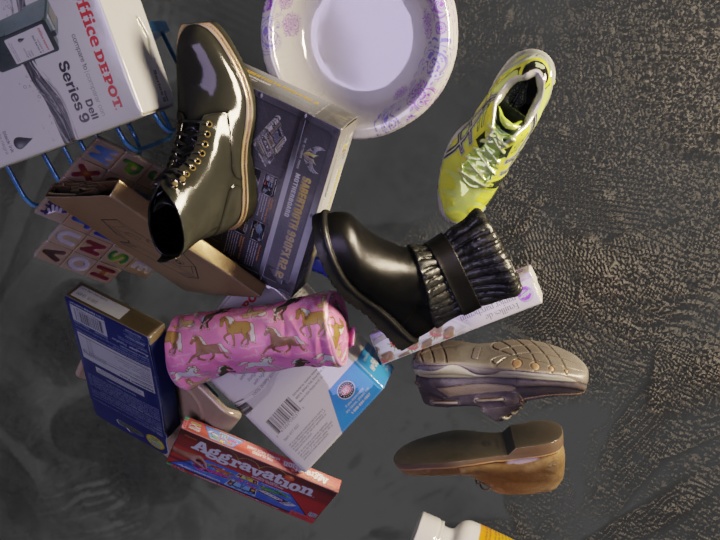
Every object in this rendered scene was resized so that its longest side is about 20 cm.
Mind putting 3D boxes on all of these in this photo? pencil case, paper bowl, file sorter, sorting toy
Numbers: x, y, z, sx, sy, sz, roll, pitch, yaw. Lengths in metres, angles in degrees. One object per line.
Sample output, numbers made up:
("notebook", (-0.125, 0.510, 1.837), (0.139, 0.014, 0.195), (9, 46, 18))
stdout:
("pencil case", (-0.106, 0.074, 0.937), (0.196, 0.087, 0.084), (-10, 102, 15))
("paper bowl", (0.003, -0.243, 0.917), (0.196, 0.104, 0.205), (3, 106, 12))
("file sorter", (-0.293, -0.174, 0.987), (0.197, 0.139, 0.124), (-25, 101, 17))
("sorting toy", (-0.244, 0.143, 1.068), (0.199, 0.037, 0.185), (40, 138, 0))

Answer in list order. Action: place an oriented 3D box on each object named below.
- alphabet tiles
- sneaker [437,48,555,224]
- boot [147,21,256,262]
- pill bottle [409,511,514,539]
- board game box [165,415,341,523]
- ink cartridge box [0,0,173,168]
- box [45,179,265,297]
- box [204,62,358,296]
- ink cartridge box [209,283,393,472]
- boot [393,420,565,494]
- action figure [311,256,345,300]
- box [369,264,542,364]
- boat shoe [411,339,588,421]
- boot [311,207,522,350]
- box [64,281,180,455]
("alphabet tiles", (-0.277, -0.055, 1.005), (0.166, 0.008, 0.199), (25, 129, -39))
("sneaker", (0.135, -0.139, 0.928), (0.074, 0.076, 0.203), (27, 108, 3))
("boot", (-0.156, -0.119, 0.822), (0.076, 0.138, 0.204), (-2, 110, 23))
("pill bottle", (0.147, 0.359, 1.023), (0.197, 0.111, 0.113), (23, 107, 7))
("board game box", (-0.130, 0.240, 1.057), (0.197, 0.020, 0.103), (24, 138, -7))
("ink cartridge box", (-0.303, -0.196, 0.863), (0.196, 0.084, 0.148), (-16, 103, 15))
("box", (-0.216, -0.031, 0.934), (0.199, 0.162, 0.022), (39, 68, -36))
("box", (-0.105, -0.096, 0.921), (0.156, 0.048, 0.203), (24, 120, 10))
("ink cartridge box", (-0.082, 0.104, 1.028), (0.200, 0.084, 0.146), (44, 107, 1))
("boot", (0.137, 0.227, 1.020), (0.196, 0.074, 0.077), (-7, 111, 12))
("action figure", (0.000, 0.000, 0.996), (0.196, 0.052, 0.067), (16, 108, -5))
("box", (0.106, 0.050, 0.998), (0.197, 0.041, 0.039), (-23, 97, 17))
("boat shoe", (0.156, 0.124, 0.994), (0.196, 0.075, 0.075), (3, 114, 21))
("boot", (0.060, -0.017, 0.903), (0.156, 0.080, 0.211), (-28, 134, 18))
("box", (-0.265, 0.115, 1.008), (0.119, 0.032, 0.203), (23, 134, 21))
